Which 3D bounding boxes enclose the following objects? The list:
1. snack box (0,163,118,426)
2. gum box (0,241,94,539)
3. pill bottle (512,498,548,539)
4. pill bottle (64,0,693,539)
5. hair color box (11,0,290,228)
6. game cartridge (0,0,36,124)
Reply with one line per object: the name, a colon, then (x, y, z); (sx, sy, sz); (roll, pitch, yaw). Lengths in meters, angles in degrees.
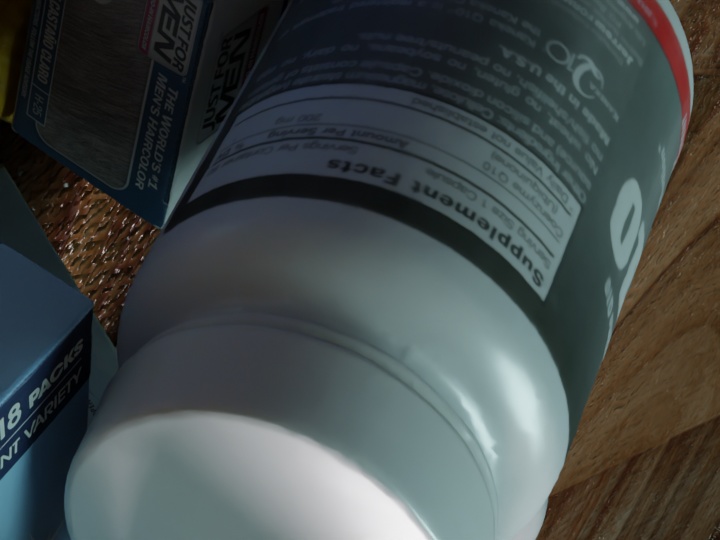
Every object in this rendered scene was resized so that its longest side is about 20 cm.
snack box: (-0.084, 0.089, 0.849); (0.053, 0.200, 0.142); (-23, 150, -20)
gum box: (-0.132, 0.108, 0.683); (0.170, 0.044, 0.200); (-47, 160, -33)
pill bottle: (0.000, 0.000, 0.891); (0.111, 0.110, 0.200); (103, -10, -48)
pill bottle: (0.008, 0.003, 0.715); (0.114, 0.114, 0.200); (105, 7, -45)
hair color box: (-0.014, -0.109, 0.842); (0.200, 0.060, 0.100); (-43, 159, -42)
game cartridge: (-0.044, -0.125, 0.880); (0.200, 0.032, 0.176); (-60, 164, 2)
